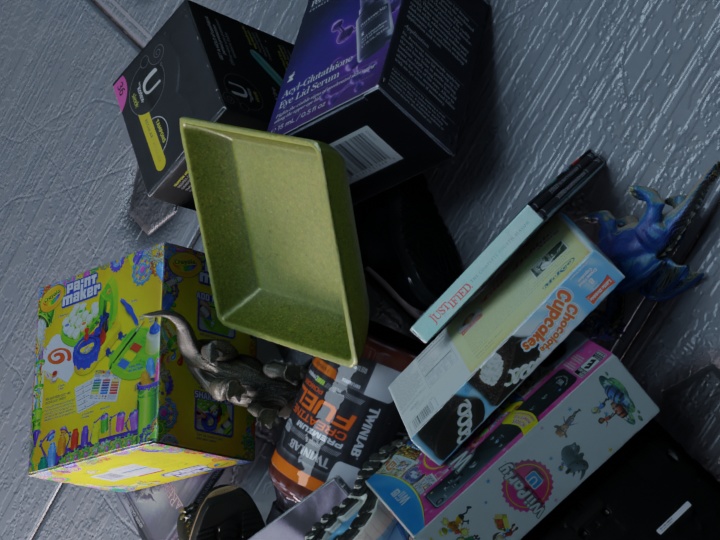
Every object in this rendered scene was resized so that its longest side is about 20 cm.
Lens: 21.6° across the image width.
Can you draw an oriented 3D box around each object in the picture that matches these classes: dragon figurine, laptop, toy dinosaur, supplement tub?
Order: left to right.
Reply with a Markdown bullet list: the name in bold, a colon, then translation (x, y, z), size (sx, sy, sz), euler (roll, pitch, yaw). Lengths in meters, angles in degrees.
- **toy dinosaur**: translation (-0.113, 0.094, 1.695), size (0.102, 0.200, 0.077), euler (177, 110, -71)
- **supplement tub**: translation (-0.014, 0.147, 1.659), size (0.107, 0.107, 0.200), euler (29, 99, 48)
- **laptop**: translation (0.173, 0.194, 1.448), size (0.177, 0.103, 0.200), euler (-43, 71, -6)
- **dragon figurine**: translation (0.228, -0.010, 1.481), size (0.200, 0.059, 0.100), euler (-29, 59, 44)

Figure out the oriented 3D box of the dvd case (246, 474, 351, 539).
- **dvd case**: translation (-0.045, 0.285, 1.627), size (0.200, 0.016, 0.149), euler (-38, 94, 25)

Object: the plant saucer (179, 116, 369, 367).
- **plant saucer**: translation (-0.064, -0.034, 1.618), size (0.200, 0.048, 0.200), euler (15, 121, 49)

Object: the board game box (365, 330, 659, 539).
- **board game box**: translation (0.112, 0.135, 1.443), size (0.200, 0.064, 0.148), euler (-43, 17, -4)

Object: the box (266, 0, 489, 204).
- **box**: translation (0.016, -0.175, 1.687), size (0.148, 0.104, 0.200), euler (-25, 38, 37)

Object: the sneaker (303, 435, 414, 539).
- **sneaker**: translation (0.033, 0.208, 1.565), size (0.078, 0.090, 0.200), euler (-3, 32, 50)

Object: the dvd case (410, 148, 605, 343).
- **dvd case**: translation (0.122, -0.023, 1.523), size (0.022, 0.200, 0.146), euler (45, 115, 5)

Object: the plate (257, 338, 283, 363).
- **plate**: translation (-0.169, 0.105, 1.900), size (0.200, 0.032, 0.200), euler (-50, 47, 23)

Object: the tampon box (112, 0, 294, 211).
- **tampon box**: translation (-0.108, -0.137, 1.787), size (0.126, 0.200, 0.150), euler (-45, 48, 28)

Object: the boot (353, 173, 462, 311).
- **boot**: translation (0.000, 0.000, 1.714), size (0.168, 0.076, 0.200), euler (-42, 42, 25)

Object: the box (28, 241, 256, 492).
- **box**: translation (-0.208, 0.097, 1.802), size (0.200, 0.122, 0.193), euler (-17, 65, 43)

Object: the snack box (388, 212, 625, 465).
- **snack box**: translation (0.109, 0.050, 1.454), size (0.200, 0.037, 0.116), euler (-46, 17, 7)

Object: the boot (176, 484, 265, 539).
- **boot**: translation (-0.142, 0.239, 1.737), size (0.138, 0.077, 0.200), euler (-121, 26, -45)

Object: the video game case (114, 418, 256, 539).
- **video game case**: translation (-0.176, 0.163, 1.852), size (0.200, 0.019, 0.143), euler (-56, 45, 17)
